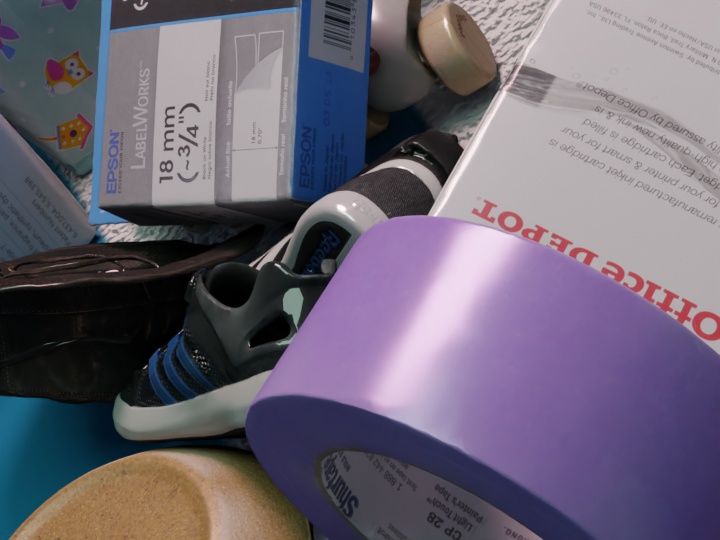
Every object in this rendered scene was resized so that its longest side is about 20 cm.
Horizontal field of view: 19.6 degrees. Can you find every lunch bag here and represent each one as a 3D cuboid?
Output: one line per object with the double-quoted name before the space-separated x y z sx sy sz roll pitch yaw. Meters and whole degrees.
"lunch bag" -0.225 -0.179 1.324 0.122 0.171 0.200 -43 39 -2

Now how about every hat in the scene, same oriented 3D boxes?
"hat" -0.137 0.031 1.082 0.199 0.082 0.201 -10 5 1

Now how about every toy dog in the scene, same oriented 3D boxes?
"toy dog" -0.015 -0.160 1.125 0.200 0.096 0.132 45 105 16

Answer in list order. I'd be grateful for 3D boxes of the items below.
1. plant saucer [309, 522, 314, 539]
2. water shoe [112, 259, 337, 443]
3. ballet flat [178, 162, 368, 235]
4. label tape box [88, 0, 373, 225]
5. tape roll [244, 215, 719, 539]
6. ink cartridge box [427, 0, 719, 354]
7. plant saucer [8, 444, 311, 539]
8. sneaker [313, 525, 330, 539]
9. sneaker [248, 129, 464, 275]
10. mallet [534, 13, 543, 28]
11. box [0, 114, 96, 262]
"plant saucer" -0.080 0.183 0.940 0.199 0.037 0.201 -23 39 20
"water shoe" -0.056 0.037 0.971 0.199 0.071 0.080 -13 79 58
"ballet flat" -0.069 -0.048 1.162 0.199 0.068 0.064 12 88 50
"label tape box" -0.089 -0.099 1.090 0.199 0.063 0.146 -1 83 38
"tape roll" 0.061 0.075 0.791 0.199 0.200 0.085 10 59 46
"ink cartridge box" 0.129 -0.044 0.898 0.144 0.084 0.201 27 65 9
"plant saucer" -0.114 0.153 0.942 0.199 0.035 0.201 -24 39 21
"sneaker" 0.037 0.058 0.949 0.085 0.077 0.200 -1 43 53
"sneaker" 0.000 0.000 1.013 0.112 0.073 0.200 -36 -2 -34
"mallet" 0.074 -0.052 1.051 0.201 0.041 0.066 -54 35 -11
"box" -0.308 -0.041 1.233 0.198 0.200 0.172 17 62 48
